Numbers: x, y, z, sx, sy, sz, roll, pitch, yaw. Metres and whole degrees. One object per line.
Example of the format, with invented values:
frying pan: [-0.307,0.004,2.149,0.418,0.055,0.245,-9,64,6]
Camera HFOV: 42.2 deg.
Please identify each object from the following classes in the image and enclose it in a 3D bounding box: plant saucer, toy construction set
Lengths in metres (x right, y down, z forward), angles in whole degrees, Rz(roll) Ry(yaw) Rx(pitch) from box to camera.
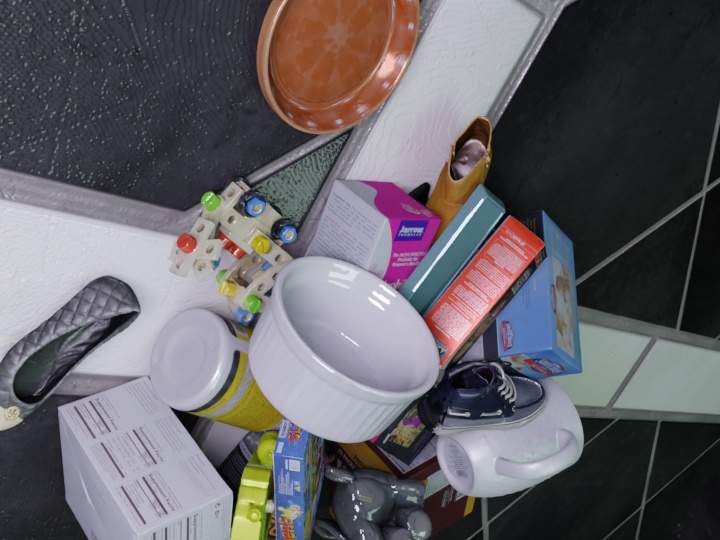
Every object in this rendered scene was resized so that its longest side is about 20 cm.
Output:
plant saucer: [-0.023,-0.239,0.966,0.200,0.032,0.201,-27,138,-27]
plant saucer: [0.104,-0.010,1.132,0.200,0.019,0.070,-52,145,7]
toy construction set: [-0.134,-0.020,1.005,0.131,0.092,0.200,-48,154,0]

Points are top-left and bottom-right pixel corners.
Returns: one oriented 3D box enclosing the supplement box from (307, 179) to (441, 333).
supplement box: [0.000,0.000,1.138,0.101,0.103,0.201,-3,122,-43]

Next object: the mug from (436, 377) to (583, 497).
mug: [0.215,0.244,1.303,0.175,0.200,0.149,-19,102,-28]

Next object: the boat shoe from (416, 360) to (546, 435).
boat shoe: [0.176,0.158,1.211,0.199,0.075,0.093,-8,144,-31]

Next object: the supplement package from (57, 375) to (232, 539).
supplement package: [-0.239,0.249,1.029,0.110,0.200,0.156,-18,134,-32]

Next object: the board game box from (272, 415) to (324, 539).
board game box: [-0.068,0.224,1.068,0.136,0.034,0.201,-77,172,-50]

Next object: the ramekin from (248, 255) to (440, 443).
ramekin: [-0.023,0.087,0.999,0.200,0.201,0.098,-1,136,-45]

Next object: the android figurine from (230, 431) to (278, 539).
android figurine: [-0.119,0.280,1.073,0.200,0.041,0.183,129,-30,-87]

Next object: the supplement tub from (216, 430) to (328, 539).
supplement tub: [-0.141,0.297,1.235,0.200,0.122,0.122,-50,143,1]

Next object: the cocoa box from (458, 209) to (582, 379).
cocoa box: [0.220,0.040,1.286,0.133,0.131,0.201,33,52,-53]

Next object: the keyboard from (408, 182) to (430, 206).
keyboard: [0.043,-0.018,1.232,0.104,0.039,0.201,-43,148,-49]

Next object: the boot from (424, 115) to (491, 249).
boot: [0.108,-0.081,1.142,0.144,0.070,0.202,74,37,-76]

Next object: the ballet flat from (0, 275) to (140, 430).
ballet flat: [-0.306,0.086,0.942,0.200,0.057,0.066,-47,142,-3]

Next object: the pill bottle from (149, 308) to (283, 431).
pill bottle: [-0.140,0.125,1.094,0.115,0.114,0.200,-52,142,5]

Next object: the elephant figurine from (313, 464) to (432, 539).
elephant figurine: [0.005,0.346,1.283,0.141,0.156,0.200,-5,163,-20]

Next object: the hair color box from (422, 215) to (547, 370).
hair color box: [0.150,0.033,1.178,0.200,0.061,0.101,-50,165,3]

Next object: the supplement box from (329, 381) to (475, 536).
supplement box: [0.073,0.317,1.455,0.199,0.133,0.198,-22,135,-31]

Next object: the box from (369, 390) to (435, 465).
box: [0.025,0.171,1.291,0.106,0.122,0.200,-48,143,-2]
